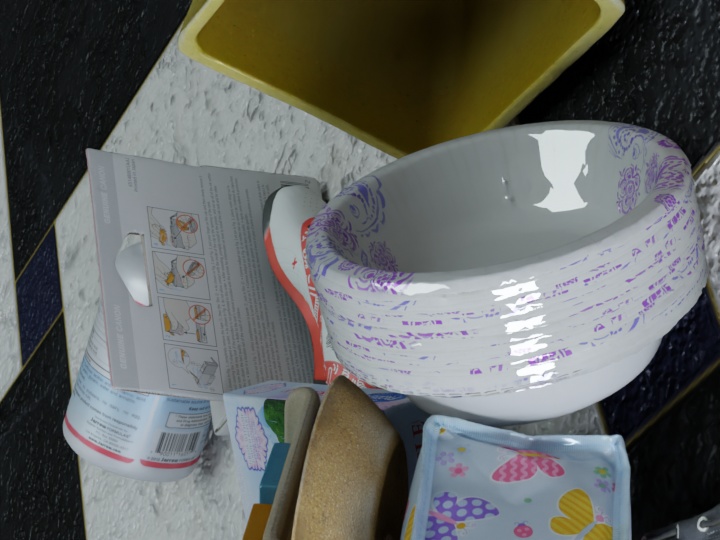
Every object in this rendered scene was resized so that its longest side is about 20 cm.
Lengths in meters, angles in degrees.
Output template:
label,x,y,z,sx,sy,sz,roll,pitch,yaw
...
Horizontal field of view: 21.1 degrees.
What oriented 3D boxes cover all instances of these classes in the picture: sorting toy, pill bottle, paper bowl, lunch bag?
label,x,y,z,sx,sy,sz,roll,pitch,yaw
sorting toy,-0.044,0.186,1.065,0.200,0.036,0.185,-86,-3,-67
pill bottle,-0.147,0.049,1.453,0.109,0.109,0.200,42,117,57
paper bowl,0.079,0.006,0.998,0.201,0.201,0.104,28,139,60
lunch bag,0.061,0.194,0.914,0.200,0.127,0.170,-79,-7,-53

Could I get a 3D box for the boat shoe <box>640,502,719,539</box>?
label,x,y,z,sx,sy,sz,roll,pitch,yaw
boat shoe,0.191,0.115,0.884,0.200,0.070,0.066,132,138,-54

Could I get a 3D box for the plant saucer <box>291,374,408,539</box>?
label,x,y,z,sx,sy,sz,roll,pitch,yaw
plant saucer,-0.003,0.155,0.988,0.200,0.035,0.200,5,-90,-81

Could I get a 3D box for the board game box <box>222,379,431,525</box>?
label,x,y,z,sx,sy,sz,roll,pitch,yaw
board game box,-0.006,0.169,1.160,0.199,0.041,0.200,-3,98,60

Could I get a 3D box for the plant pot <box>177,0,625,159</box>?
label,x,y,z,sx,sy,sz,roll,pitch,yaw
plant pot,0.032,-0.214,1.159,0.194,0.195,0.200,-43,29,47

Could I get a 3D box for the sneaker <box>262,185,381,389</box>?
label,x,y,z,sx,sy,sz,roll,pitch,yaw
sneaker,0.001,0.001,1.254,0.108,0.067,0.202,-51,43,39

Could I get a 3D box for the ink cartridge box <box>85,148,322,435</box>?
label,x,y,z,sx,sy,sz,roll,pitch,yaw
ink cartridge box,-0.100,0.016,1.308,0.045,0.176,0.200,124,144,-46
